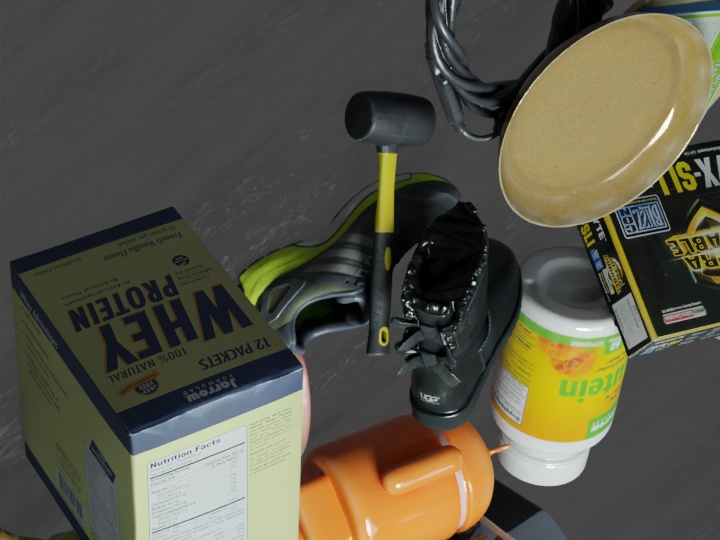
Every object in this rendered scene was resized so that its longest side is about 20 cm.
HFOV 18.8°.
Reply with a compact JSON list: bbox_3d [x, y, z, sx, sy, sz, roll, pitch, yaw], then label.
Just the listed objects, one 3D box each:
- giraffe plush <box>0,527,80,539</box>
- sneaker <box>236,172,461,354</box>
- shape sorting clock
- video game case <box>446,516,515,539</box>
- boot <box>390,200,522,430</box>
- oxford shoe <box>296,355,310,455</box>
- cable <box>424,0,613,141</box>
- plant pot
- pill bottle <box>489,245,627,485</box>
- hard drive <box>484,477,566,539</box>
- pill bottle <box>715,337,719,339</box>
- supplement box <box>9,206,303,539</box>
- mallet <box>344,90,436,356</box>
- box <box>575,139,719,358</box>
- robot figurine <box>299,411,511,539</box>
[{"bbox_3d":[-0.166,0.219,1.686,0.162,0.200,0.173,-43,123,-12],"label":"giraffe plush"},{"bbox_3d":[0.000,0.000,1.686,0.200,0.081,0.074,-35,141,-8],"label":"sneaker"},{"bbox_3d":[0.244,-0.167,1.765,0.200,0.039,0.200,-24,144,-19],"label":"shape sorting clock"},{"bbox_3d":[0.036,0.262,1.868,0.182,0.200,0.023,-27,116,-17],"label":"video game case"},{"bbox_3d":[0.078,0.011,1.691,0.163,0.073,0.198,84,22,-50],"label":"boot"},{"bbox_3d":[-0.093,0.137,1.746,0.075,0.070,0.200,-4,127,-30],"label":"oxford shoe"},{"bbox_3d":[0.118,-0.193,1.632,0.163,0.051,0.200,-34,139,-10],"label":"cable"},{"bbox_3d":[0.187,-0.122,1.700,0.200,0.027,0.200,-20,137,-20],"label":"plant pot"},{"bbox_3d":[0.172,0.088,1.881,0.111,0.111,0.200,-17,135,-27],"label":"pill bottle"},{"bbox_3d":[0.068,0.254,1.938,0.200,0.135,0.042,-28,117,-19],"label":"hard drive"},{"bbox_3d":[0.341,0.013,1.956,0.200,0.106,0.106,20,112,-47],"label":"pill bottle"},{"bbox_3d":[-0.147,0.103,1.566,0.134,0.200,0.200,-20,137,-25],"label":"supplement box"},{"bbox_3d":[0.026,-0.037,1.642,0.066,0.041,0.200,-8,99,-37],"label":"mallet"},{"bbox_3d":[0.282,-0.024,1.827,0.200,0.160,0.049,-11,162,-31],"label":"box"},{"bbox_3d":[0.028,0.186,1.853,0.200,0.117,0.144,-19,133,-24],"label":"robot figurine"}]
